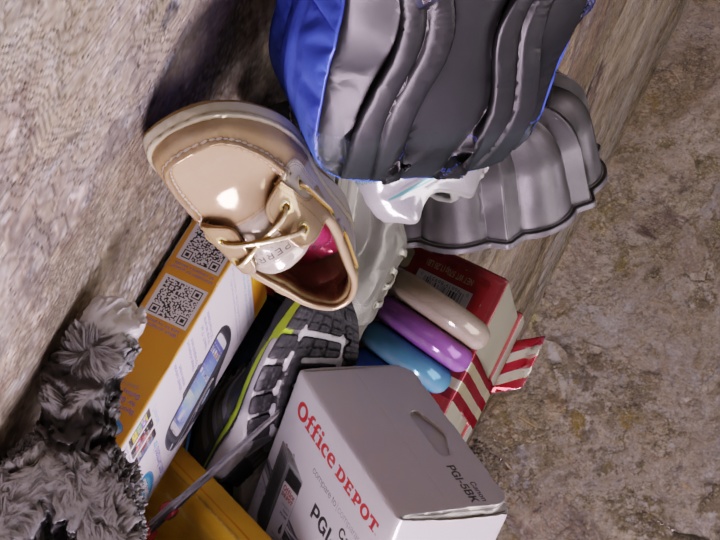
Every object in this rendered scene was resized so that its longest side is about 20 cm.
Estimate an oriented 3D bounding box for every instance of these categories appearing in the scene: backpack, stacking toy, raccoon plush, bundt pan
[{"bbox_3d":[0.036,-0.158,0.938,0.168,0.162,0.201,-114,-153,-47],"label":"backpack"},{"bbox_3d":[0.008,0.103,1.247,0.200,0.085,0.085,-56,169,-1],"label":"stacking toy"},{"bbox_3d":[-0.147,0.128,0.927,0.200,0.097,0.134,-62,176,-21],"label":"raccoon plush"},{"bbox_3d":[0.076,-0.097,1.230,0.202,0.201,0.076,-54,146,-47],"label":"bundt pan"}]

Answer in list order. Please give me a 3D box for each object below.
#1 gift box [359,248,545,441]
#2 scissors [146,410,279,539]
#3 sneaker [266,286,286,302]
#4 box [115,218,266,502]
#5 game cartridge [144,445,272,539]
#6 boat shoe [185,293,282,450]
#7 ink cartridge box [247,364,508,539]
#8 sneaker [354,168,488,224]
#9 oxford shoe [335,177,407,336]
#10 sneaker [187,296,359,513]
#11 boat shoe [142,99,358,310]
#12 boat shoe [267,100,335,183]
[{"bbox_3d":[0.037,0.056,1.387,0.200,0.184,0.187,-58,166,-8],"label":"gift box"},{"bbox_3d":[-0.128,0.156,1.063,0.200,0.014,0.073,-41,168,-13],"label":"scissors"},{"bbox_3d":[-0.027,0.004,1.231,0.077,0.082,0.200,-53,163,-50],"label":"sneaker"},{"bbox_3d":[-0.120,0.064,1.037,0.200,0.041,0.119,-59,168,-24],"label":"box"},{"bbox_3d":[-0.111,0.234,1.108,0.032,0.176,0.201,-10,128,-42],"label":"game cartridge"},{"bbox_3d":[-0.080,0.100,1.221,0.084,0.068,0.200,-57,166,-38],"label":"boat shoe"},{"bbox_3d":[-0.006,0.180,1.081,0.083,0.147,0.201,1,124,-32],"label":"ink cartridge box"},{"bbox_3d":[0.058,-0.090,1.117,0.200,0.070,0.081,-31,109,-42],"label":"sneaker"},{"bbox_3d":[0.000,0.000,1.153,0.075,0.058,0.201,-120,-143,-71],"label":"oxford shoe"},{"bbox_3d":[-0.070,0.082,1.124,0.074,0.081,0.200,11,118,-39],"label":"sneaker"},{"bbox_3d":[-0.049,-0.030,0.946,0.074,0.069,0.200,-27,153,16],"label":"boat shoe"},{"bbox_3d":[-0.050,-0.045,1.081,0.202,0.060,0.072,98,-12,-63],"label":"boat shoe"}]
